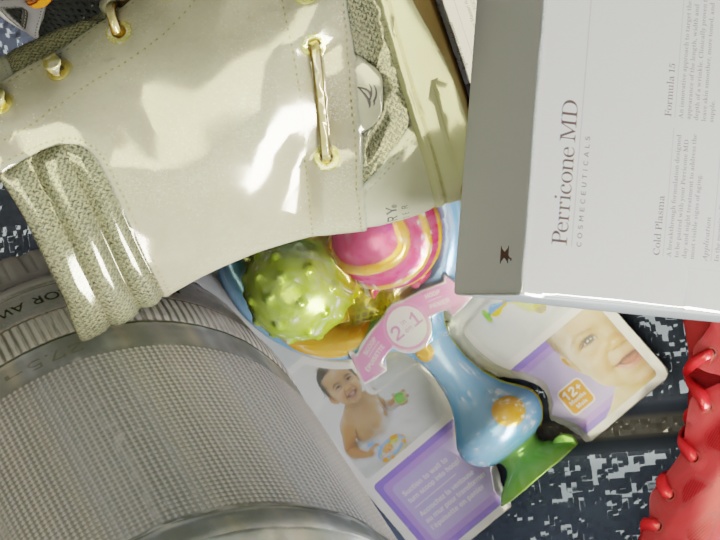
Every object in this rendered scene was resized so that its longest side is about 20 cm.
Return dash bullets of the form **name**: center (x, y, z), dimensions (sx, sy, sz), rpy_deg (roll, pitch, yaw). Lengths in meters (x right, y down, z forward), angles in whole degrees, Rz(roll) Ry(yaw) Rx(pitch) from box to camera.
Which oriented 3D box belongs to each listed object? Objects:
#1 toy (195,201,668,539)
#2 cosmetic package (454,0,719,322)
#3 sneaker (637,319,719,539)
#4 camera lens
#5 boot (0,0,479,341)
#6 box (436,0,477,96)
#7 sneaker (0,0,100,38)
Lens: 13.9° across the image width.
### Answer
- **toy**: center (0.000, 0.000, 1.034), dimensions (0.115, 0.047, 0.200), rpy_deg (-41, 93, 15)
- **cosmetic package**: center (0.113, -0.084, 0.926), dimensions (0.150, 0.052, 0.200), rpy_deg (6, 87, -26)
- **sneaker**: center (0.122, 0.053, 1.017), dimensions (0.200, 0.078, 0.116), rpy_deg (-41, 83, 5)
- **camera lens**: center (-0.073, 0.104, 0.971), dimensions (0.160, 0.200, 0.160), rpy_deg (-13, 127, -18)
- **boot**: center (-0.062, -0.092, 0.934), dimensions (0.154, 0.072, 0.200), rpy_deg (-21, 95, -1)
- **box**: center (0.007, -0.128, 0.985), dimensions (0.110, 0.035, 0.200), rpy_deg (-18, 91, 4)
- **sneaker**: center (-0.133, -0.132, 1.016), dimensions (0.200, 0.077, 0.078), rpy_deg (36, 106, 1)
